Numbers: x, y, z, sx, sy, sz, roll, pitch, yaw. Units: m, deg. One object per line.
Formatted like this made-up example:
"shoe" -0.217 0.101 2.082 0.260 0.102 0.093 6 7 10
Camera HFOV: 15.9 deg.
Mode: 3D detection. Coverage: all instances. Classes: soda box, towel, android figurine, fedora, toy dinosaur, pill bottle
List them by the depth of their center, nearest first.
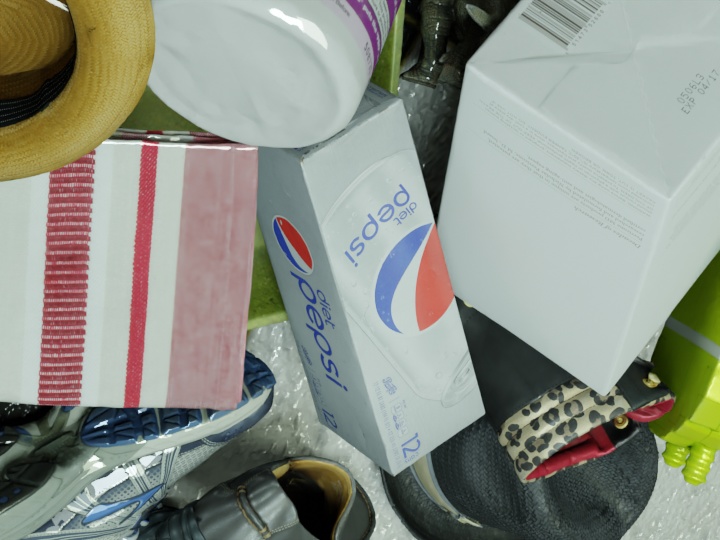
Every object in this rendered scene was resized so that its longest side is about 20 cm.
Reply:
"fedora" -0.180 -0.133 1.119 0.199 0.082 0.202 4 130 5
"pill bottle" -0.024 -0.164 1.179 0.112 0.112 0.201 55 45 -41
"towel" -0.150 -0.002 1.213 0.198 0.023 0.145 2 116 -8
"soda box" 0.000 0.000 1.284 0.063 0.068 0.201 -32 128 -22
"toy dinosaur" 0.060 -0.140 1.304 0.200 0.076 0.103 13 93 -71
"android figurine" 0.206 0.017 1.398 0.041 0.182 0.201 18 93 -9
"fedora" 0.108 0.097 1.476 0.200 0.091 0.202 -18 122 -32

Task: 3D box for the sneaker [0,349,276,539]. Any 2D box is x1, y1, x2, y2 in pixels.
"sneaker" -0.133 0.101 1.313 0.199 0.077 0.086 -24 135 -18

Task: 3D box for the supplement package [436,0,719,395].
"supplement package" 0.120 -0.054 1.284 0.121 0.119 0.200 -49 164 -26

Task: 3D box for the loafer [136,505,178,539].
"loafer" -0.137 0.222 1.359 0.073 0.072 0.201 28 94 -44

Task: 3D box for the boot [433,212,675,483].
"boot" 0.122 0.017 1.402 0.199 0.151 0.073 -23 158 -25

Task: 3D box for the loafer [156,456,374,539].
"loafer" -0.029 0.131 1.343 0.072 0.073 0.200 -37 172 18

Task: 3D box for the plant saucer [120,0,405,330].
"plant saucer" -0.075 -0.066 1.281 0.199 0.048 0.201 -13 119 -34
